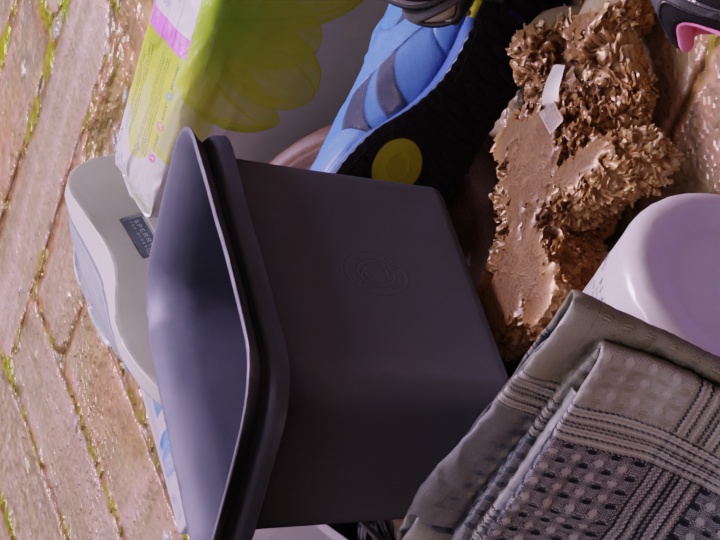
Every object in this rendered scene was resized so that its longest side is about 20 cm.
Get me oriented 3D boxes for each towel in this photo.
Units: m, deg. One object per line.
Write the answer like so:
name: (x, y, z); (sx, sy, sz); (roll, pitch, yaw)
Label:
towel: (0.130, 0.112, 1.131); (0.193, 0.200, 0.035); (-58, 8, 45)

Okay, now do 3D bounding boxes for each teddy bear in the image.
teddy bear: (0.108, -0.050, 1.277); (0.145, 0.067, 0.200); (-38, 42, 44)

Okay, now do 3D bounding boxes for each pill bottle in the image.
pill bottle: (0.129, 0.068, 1.195); (0.200, 0.114, 0.114); (-59, 42, 44)

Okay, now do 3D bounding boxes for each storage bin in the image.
storage bin: (-0.018, 0.042, 1.250); (0.200, 0.134, 0.146); (-106, 26, -49)

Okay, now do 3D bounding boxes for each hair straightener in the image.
hair straightener: (0.009, 0.142, 1.417); (0.077, 0.041, 0.200); (33, 163, 14)

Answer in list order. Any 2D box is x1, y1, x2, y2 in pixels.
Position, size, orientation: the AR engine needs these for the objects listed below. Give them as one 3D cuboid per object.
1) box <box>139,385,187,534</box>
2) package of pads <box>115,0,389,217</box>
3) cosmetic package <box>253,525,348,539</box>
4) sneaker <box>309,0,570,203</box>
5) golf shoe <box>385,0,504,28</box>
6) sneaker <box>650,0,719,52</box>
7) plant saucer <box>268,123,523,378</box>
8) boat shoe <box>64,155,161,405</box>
box: (-0.038, 0.055, 1.515); (0.200, 0.101, 0.113); (-56, 44, 47)
package of pads: (-0.044, -0.122, 1.467); (0.068, 0.154, 0.200); (54, 136, 47)
cosmetic package: (0.012, 0.204, 1.337); (0.200, 0.083, 0.051); (35, 129, 11)
sneaker: (0.025, -0.089, 1.360); (0.200, 0.066, 0.078); (-53, 39, -6)
golf shoe: (0.076, -0.195, 1.260); (0.200, 0.094, 0.078); (-42, 57, 19)
sneaker: (0.186, -0.135, 1.151); (0.200, 0.079, 0.096); (4, 116, 62)
plant saucer: (0.000, 0.000, 1.382); (0.200, 0.037, 0.201); (-10, 64, 21)
boat shoe: (-0.117, 0.020, 1.498); (0.072, 0.070, 0.201); (93, 157, -43)
